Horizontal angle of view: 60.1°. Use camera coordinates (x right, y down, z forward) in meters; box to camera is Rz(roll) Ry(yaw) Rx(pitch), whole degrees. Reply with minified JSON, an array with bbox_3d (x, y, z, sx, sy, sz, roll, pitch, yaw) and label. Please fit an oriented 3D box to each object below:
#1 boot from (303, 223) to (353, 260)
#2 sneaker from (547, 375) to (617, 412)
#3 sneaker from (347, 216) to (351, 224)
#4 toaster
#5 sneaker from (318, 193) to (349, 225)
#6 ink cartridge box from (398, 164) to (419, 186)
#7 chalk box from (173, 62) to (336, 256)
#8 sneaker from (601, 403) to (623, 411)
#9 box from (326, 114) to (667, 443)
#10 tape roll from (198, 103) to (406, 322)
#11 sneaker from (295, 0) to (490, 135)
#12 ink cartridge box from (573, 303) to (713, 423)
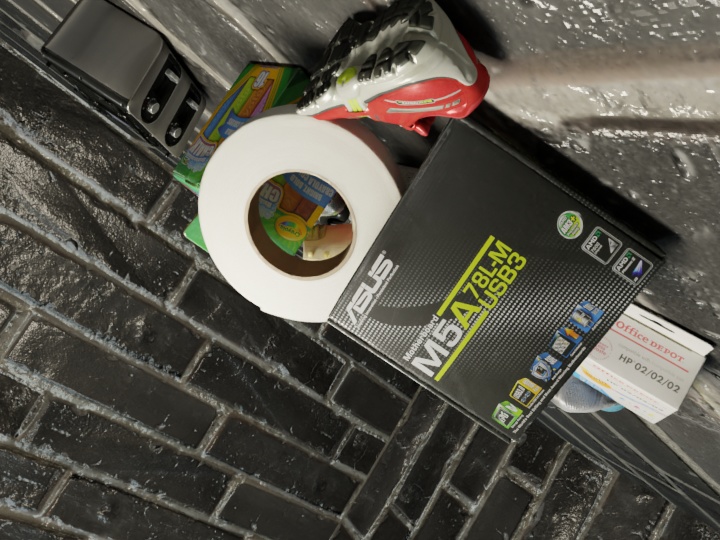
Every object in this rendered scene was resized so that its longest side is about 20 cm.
[{"bbox_3d":[0.000,0.000,0.821,0.202,0.152,0.074,-99,6,-46],"label":"boot"},{"bbox_3d":[0.250,0.163,0.868,0.195,0.077,0.114,4,158,4],"label":"sneaker"},{"bbox_3d":[0.021,-0.011,1.080,0.075,0.117,0.199,25,169,49],"label":"sneaker"},{"bbox_3d":[-0.341,-0.281,0.911,0.198,0.120,0.181,32,173,12],"label":"toaster"},{"bbox_3d":[-0.062,-0.105,0.997,0.087,0.074,0.199,41,167,-13],"label":"sneaker"},{"bbox_3d":[0.034,-0.085,0.768,0.109,0.051,0.199,40,170,-36],"label":"ink cartridge box"},{"bbox_3d":[-0.112,-0.105,0.684,0.124,0.202,0.123,38,172,-40],"label":"chalk box"},{"bbox_3d":[0.308,0.124,0.913,0.197,0.080,0.096,25,157,20],"label":"sneaker"},{"bbox_3d":[0.101,0.010,0.501,0.191,0.202,0.048,33,-160,-3],"label":"box"},{"bbox_3d":[-0.052,-0.047,0.575,0.201,0.204,0.037,34,-153,-8],"label":"tape roll"},{"bbox_3d":[0.016,-0.129,0.452,0.084,0.078,0.199,31,176,-29],"label":"sneaker"},{"bbox_3d":[0.310,0.106,0.707,0.114,0.069,0.200,31,172,24],"label":"ink cartridge box"}]
